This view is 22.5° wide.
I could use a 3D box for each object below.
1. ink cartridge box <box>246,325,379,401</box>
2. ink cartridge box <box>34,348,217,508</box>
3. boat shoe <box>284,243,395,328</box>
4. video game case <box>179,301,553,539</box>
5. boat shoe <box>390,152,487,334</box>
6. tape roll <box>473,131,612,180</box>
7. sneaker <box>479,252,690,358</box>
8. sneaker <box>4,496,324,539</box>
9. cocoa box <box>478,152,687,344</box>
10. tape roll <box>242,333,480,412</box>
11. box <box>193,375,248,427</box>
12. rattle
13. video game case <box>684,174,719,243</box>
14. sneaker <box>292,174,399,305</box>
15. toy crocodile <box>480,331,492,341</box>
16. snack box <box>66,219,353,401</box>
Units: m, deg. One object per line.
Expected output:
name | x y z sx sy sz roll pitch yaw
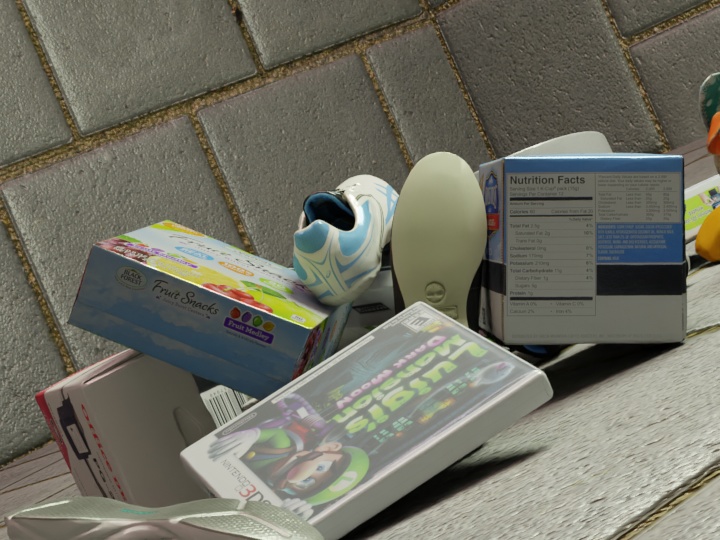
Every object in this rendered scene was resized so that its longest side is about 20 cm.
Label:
ink cartridge box | -0.003 0.050 1.566 0.200 0.060 0.104 -41 -45 23
ink cartridge box | -0.174 0.140 1.419 0.084 0.146 0.200 -27 3 -21
boat shoe | 0.000 0.000 1.460 0.199 0.072 0.068 -7 56 46
video game case | -0.002 0.098 1.144 0.199 0.023 0.182 -32 24 -14
boat shoe | 0.058 0.016 1.323 0.071 0.202 0.063 -2 -8 1
tape roll | 0.143 -0.048 1.622 0.199 0.066 0.200 -24 -13 -6
sneaker | 0.180 0.027 1.496 0.198 0.073 0.112 0 40 -2
sneaker | -0.109 0.173 1.034 0.199 0.081 0.070 -2 3 23
cocoa box | 0.158 -0.018 1.330 0.132 0.132 0.200 -1 2 -1
tape roll | 0.009 0.098 1.435 0.201 0.071 0.202 -24 2 1
box | -0.135 0.132 1.735 0.147 0.105 0.200 -25 2 -12
rattle | 0.292 -0.083 1.506 0.142 0.131 0.199 -6 -9 42
video game case | 0.237 -0.014 1.698 0.180 0.046 0.200 -24 -6 -21
sneaker | -0.011 -0.040 1.377 0.071 0.073 0.200 -20 17 14
toy crocodile | 0.054 0.074 1.651 0.199 0.062 0.067 -23 2 16
snack box | -0.103 0.027 1.333 0.168 0.068 0.200 21 8 5
